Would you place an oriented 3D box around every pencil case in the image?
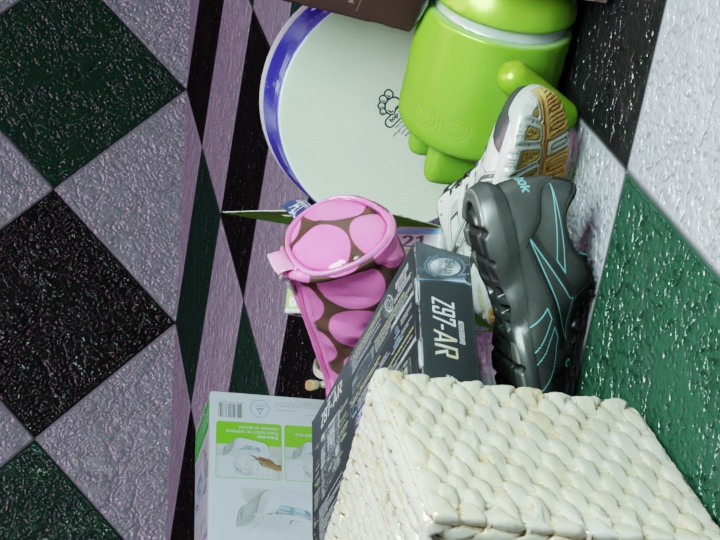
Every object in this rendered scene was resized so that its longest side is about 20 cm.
[{"bbox_3d":[-0.003,0.035,1.395,0.091,0.093,0.201,46,163,42],"label":"pencil case"}]

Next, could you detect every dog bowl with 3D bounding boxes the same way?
[{"bbox_3d":[0.020,-0.138,1.552,0.079,0.199,0.202,-134,51,-70],"label":"dog bowl"}]

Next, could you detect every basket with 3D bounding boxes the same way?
[{"bbox_3d":[0.088,0.178,1.114,0.200,0.197,0.162,-112,33,-65],"label":"basket"}]

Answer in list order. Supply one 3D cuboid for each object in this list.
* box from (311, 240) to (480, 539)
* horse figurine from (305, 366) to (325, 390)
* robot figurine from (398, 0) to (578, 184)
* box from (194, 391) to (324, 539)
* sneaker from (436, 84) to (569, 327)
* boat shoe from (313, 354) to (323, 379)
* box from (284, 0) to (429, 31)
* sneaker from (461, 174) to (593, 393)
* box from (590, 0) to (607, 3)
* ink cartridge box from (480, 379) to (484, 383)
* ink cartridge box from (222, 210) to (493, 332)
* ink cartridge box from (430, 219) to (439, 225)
[{"bbox_3d":[0.020,0.106,1.297,0.161,0.043,0.201,-92,23,-48],"label":"box"},{"bbox_3d":[0.041,0.090,1.582,0.200,0.132,0.050,-175,83,-66],"label":"horse figurine"},{"bbox_3d":[0.096,-0.162,1.413,0.176,0.115,0.201,-113,31,-53],"label":"robot figurine"},{"bbox_3d":[-0.047,0.213,1.696,0.097,0.199,0.178,115,156,-57],"label":"box"},{"bbox_3d":[0.093,-0.053,1.371,0.088,0.075,0.201,36,132,33],"label":"sneaker"},{"bbox_3d":[0.001,0.061,1.750,0.200,0.071,0.060,-40,-42,-75],"label":"boat shoe"},{"bbox_3d":[-0.027,-0.303,1.349,0.164,0.199,0.167,117,161,-58],"label":"box"},{"bbox_3d":[0.128,0.030,1.299,0.075,0.079,0.201,-143,39,-70],"label":"sneaker"},{"bbox_3d":[0.140,-0.300,1.316,0.096,0.099,0.201,120,154,-62],"label":"box"},{"bbox_3d":[0.080,0.183,1.339,0.200,0.084,0.146,-125,27,-71],"label":"ink cartridge box"},{"bbox_3d":[0.000,0.000,1.483,0.200,0.147,0.076,12,-100,-58],"label":"ink cartridge box"},{"bbox_3d":[0.064,-0.010,1.664,0.200,0.042,0.120,-141,59,-72],"label":"ink cartridge box"}]
